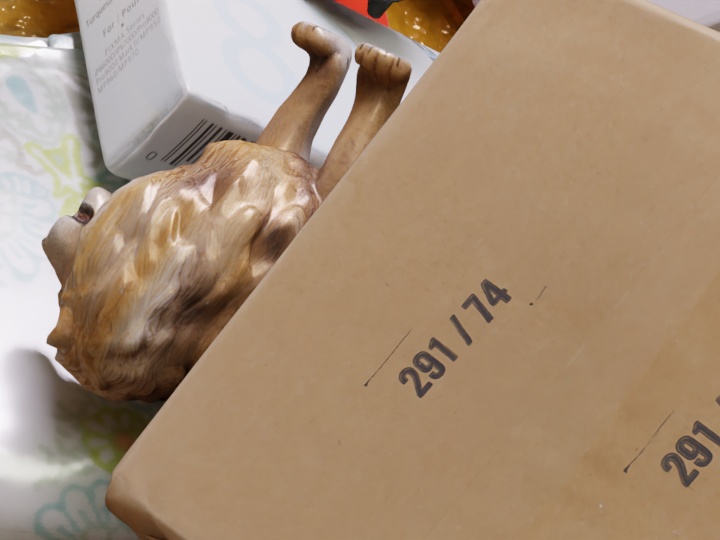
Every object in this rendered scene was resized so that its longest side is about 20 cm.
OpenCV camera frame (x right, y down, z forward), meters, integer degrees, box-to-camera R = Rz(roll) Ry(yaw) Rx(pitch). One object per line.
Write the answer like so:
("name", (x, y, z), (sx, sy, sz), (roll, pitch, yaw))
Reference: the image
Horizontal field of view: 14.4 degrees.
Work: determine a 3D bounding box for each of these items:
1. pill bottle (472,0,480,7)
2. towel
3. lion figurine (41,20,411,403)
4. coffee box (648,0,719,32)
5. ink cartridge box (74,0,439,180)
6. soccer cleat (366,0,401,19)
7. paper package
("pill bottle", (0.060, -0.176, 1.076), (0.111, 0.112, 0.200), (2, 51, -24))
("towel", (-0.139, 0.003, 0.872), (0.171, 0.048, 0.200), (3, 50, -20))
("lion figurine", (0.000, 0.000, 0.862), (0.200, 0.123, 0.072), (22, 2, -42))
("coffee box", (0.143, -0.038, 0.943), (0.200, 0.080, 0.113), (53, 30, -32))
("ink cartridge box", (-0.026, -0.094, 0.972), (0.160, 0.047, 0.200), (22, 42, -38))
("soccer cleat", (-0.009, -0.166, 0.997), (0.065, 0.084, 0.200), (23, 24, -35))
("paper package", (0.067, 0.043, 0.764), (0.190, 0.104, 0.200), (30, 77, 36))
